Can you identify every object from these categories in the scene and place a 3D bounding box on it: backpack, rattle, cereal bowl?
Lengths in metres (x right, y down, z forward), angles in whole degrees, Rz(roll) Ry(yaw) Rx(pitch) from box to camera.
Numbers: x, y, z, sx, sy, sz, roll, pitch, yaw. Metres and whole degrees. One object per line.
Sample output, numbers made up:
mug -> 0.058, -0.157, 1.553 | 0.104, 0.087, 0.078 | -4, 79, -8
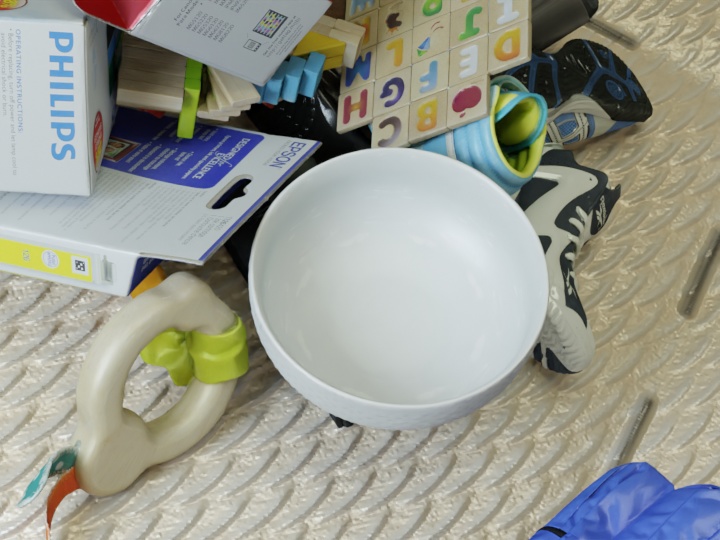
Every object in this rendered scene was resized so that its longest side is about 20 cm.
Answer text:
backpack -> 0.158, 0.238, 1.087 | 0.168, 0.163, 0.200 | 39, 66, 23
rattle -> -0.181, 0.078, 1.152 | 0.143, 0.130, 0.200 | 35, 79, 23
cereal bowl -> 0.023, 0.021, 1.169 | 0.198, 0.083, 0.201 | 3, 61, -5

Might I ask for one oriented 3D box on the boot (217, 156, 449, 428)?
boot -> -0.001, 0.000, 1.269 | 0.164, 0.066, 0.200 | -18, 58, -29

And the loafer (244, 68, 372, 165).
loafer -> -0.024, -0.116, 1.344 | 0.200, 0.073, 0.071 | 52, 37, 12

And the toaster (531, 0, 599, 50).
toaster -> 0.105, -0.225, 1.374 | 0.129, 0.200, 0.114 | -36, 79, 9

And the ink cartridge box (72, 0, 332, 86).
ink cartridge box -> -0.140, -0.239, 1.178 | 0.175, 0.084, 0.201 | 15, 34, -50

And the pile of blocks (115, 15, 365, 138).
pile of blocks -> -0.085, -0.129, 1.246 | 0.199, 0.062, 0.082 | -12, 52, -24

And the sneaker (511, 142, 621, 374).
sneaker -> 0.157, -0.022, 1.315 | 0.129, 0.080, 0.200 | -19, 52, -18

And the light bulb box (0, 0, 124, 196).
light bulb box -> -0.269, -0.149, 1.187 | 0.198, 0.126, 0.199 | 3, 28, -2

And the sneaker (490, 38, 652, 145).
sneaker -> 0.156, -0.137, 1.406 | 0.199, 0.077, 0.076 | -1, 56, -40

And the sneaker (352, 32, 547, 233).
sneaker -> 0.072, -0.122, 1.270 | 0.079, 0.130, 0.201 | 9, 52, -44

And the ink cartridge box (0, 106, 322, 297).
ink cartridge box -> -0.154, -0.050, 1.194 | 0.199, 0.047, 0.198 | 14, 32, 18

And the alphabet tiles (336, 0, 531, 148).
alphabet tiles -> 0.053, -0.181, 1.265 | 0.006, 0.166, 0.201 | 35, 48, -44

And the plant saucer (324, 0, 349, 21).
plant saucer -> -0.100, -0.229, 1.357 | 0.198, 0.035, 0.201 | 5, 25, -2
